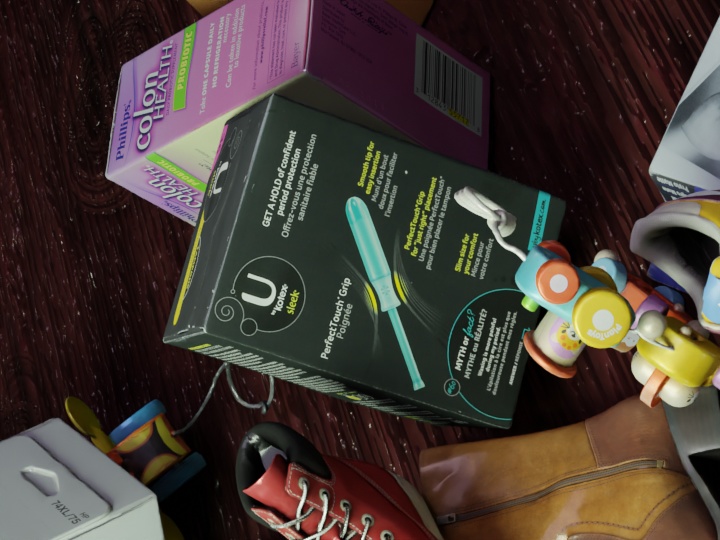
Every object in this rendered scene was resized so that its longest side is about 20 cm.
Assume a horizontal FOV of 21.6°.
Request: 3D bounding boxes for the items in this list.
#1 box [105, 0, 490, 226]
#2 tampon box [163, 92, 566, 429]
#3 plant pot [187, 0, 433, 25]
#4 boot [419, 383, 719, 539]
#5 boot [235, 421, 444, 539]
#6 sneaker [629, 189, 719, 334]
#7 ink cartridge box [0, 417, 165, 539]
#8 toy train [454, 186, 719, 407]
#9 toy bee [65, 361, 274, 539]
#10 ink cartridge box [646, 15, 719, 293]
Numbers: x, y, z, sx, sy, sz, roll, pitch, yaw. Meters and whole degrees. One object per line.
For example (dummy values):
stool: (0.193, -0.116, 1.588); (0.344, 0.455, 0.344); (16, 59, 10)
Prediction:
box: (-0.041, -0.100, 1.294); (0.199, 0.175, 0.097); (-24, 51, 39)
tampon box: (0.000, 0.000, 1.168); (0.126, 0.199, 0.151); (166, 122, -72)
plant pot: (-0.053, -0.242, 1.405); (0.199, 0.140, 0.201); (-23, 56, 39)
boot: (0.119, 0.161, 1.055); (0.199, 0.068, 0.190); (-18, 58, 22)
boot: (0.007, 0.164, 1.029); (0.073, 0.144, 0.200); (-49, 45, 8)
sneaker: (0.229, 0.020, 0.996); (0.200, 0.090, 0.075); (35, 128, 45)
ink cartridge box: (-0.218, 0.235, 1.290); (0.146, 0.145, 0.201); (27, 132, 49)
toy train: (0.130, 0.025, 1.046); (0.150, 0.199, 0.056); (42, 104, 45)
toy bee: (-0.164, 0.132, 1.359); (0.131, 0.109, 0.201); (35, 122, 16)
ink cartridge box: (0.259, -0.066, 1.070); (0.199, 0.040, 0.201); (23, 91, 49)
